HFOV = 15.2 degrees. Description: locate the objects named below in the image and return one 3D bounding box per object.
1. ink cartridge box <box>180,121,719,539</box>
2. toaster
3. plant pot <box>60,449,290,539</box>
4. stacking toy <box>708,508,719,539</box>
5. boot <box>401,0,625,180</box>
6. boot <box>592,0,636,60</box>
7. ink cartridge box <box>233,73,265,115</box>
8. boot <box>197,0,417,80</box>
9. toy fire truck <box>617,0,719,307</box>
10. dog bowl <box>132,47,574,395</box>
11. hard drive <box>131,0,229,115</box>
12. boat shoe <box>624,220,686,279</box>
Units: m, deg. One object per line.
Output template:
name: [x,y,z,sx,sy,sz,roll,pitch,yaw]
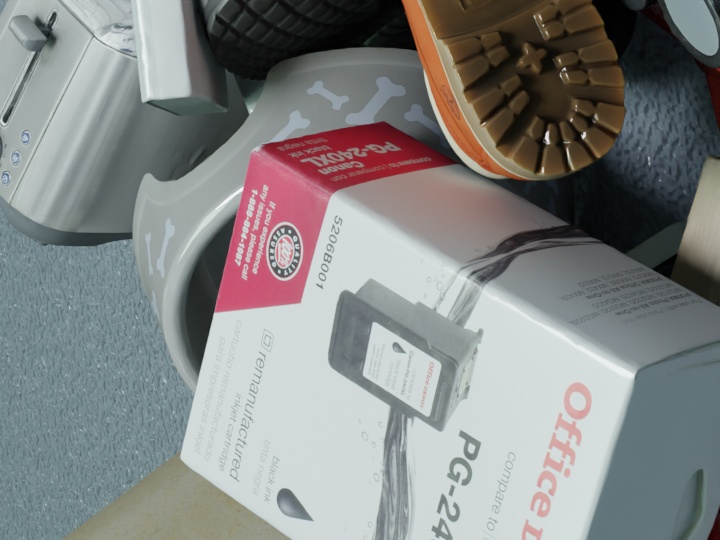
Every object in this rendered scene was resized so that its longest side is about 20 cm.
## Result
ink cartridge box: [0.038,0.051,1.038,0.200,0.083,0.146,31,117,35]
toaster: [-0.097,-0.093,1.327,0.114,0.199,0.130,48,126,34]
plant pot: [-0.073,0.173,1.383,0.201,0.183,0.201,48,154,32]
stacking toy: [0.085,0.142,1.113,0.110,0.199,0.116,63,148,14]
boot: [0.034,-0.126,1.020,0.107,0.075,0.201,153,99,-82]
boot: [0.012,-0.166,1.096,0.079,0.158,0.211,-46,57,10]
ink cartridge box: [-0.047,-0.162,1.261,0.039,0.099,0.201,-31,76,29]
boot: [-0.038,-0.154,1.177,0.070,0.200,0.132,-33,78,19]
toy fire truck: [0.162,-0.046,0.985,0.176,0.128,0.200,45,161,47]
dog bowl: [0.000,0.000,1.176,0.059,0.199,0.201,-98,13,-49]
hard drive: [-0.084,-0.170,1.149,0.132,0.026,0.201,-11,-85,-87]
boat shoe: [0.080,0.060,1.146,0.200,0.075,0.062,-39,78,18]
